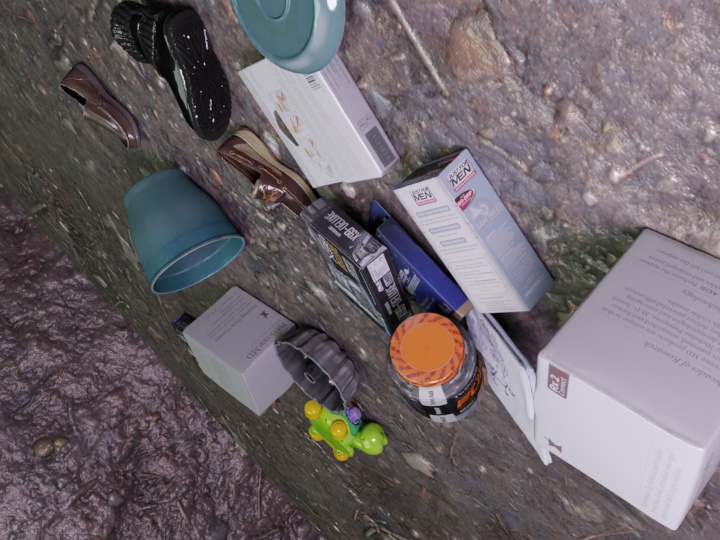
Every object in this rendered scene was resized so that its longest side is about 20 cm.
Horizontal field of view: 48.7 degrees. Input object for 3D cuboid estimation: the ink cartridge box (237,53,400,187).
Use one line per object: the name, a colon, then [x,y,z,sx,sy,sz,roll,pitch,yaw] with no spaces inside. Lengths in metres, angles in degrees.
ink cartridge box: [-0.057,-0.206,1.051,0.174,0.044,0.200,1,129,57]

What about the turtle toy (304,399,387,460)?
turtle toy: [-0.034,0.345,1.754,0.200,0.101,0.146,34,151,24]

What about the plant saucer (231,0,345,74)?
plant saucer: [-0.095,-0.319,0.906,0.200,0.027,0.200,32,137,35]

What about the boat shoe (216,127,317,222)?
boat shoe: [-0.145,-0.135,1.257,0.200,0.072,0.072,47,155,0]

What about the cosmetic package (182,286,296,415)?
cosmetic package: [-0.251,0.176,1.765,0.200,0.167,0.166,29,149,31]

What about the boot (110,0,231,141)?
boot: [-0.287,-0.306,1.213,0.158,0.079,0.211,16,131,36]

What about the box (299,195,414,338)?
box: [0.000,0.000,1.196,0.158,0.050,0.200,41,165,37]

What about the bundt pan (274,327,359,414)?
bundt pan: [-0.080,0.197,1.637,0.202,0.076,0.202,37,154,22]

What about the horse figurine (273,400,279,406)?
horse figurine: [-0.314,0.294,2.166,0.132,0.050,0.200,5,127,38]

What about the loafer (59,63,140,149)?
loafer: [-0.517,-0.312,1.574,0.200,0.071,0.073,48,155,-3]

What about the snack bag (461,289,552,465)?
snack bag: [0.200,0.146,1.101,0.189,0.021,0.200,-123,11,-52]

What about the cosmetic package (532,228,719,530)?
cosmetic package: [0.292,0.102,0.777,0.165,0.200,0.165,30,151,32]

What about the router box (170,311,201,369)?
router box: [-0.443,0.228,2.272,0.157,0.052,0.200,26,148,38]

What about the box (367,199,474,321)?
box: [0.073,-0.003,1.122,0.200,0.032,0.121,48,168,8]

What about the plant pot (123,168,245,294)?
plant pot: [-0.356,-0.086,1.539,0.188,0.200,0.200,58,157,12]

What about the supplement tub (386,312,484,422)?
supplement tub: [0.105,0.135,1.108,0.122,0.123,0.200,35,170,23]

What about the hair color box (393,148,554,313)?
hair color box: [0.138,-0.042,0.969,0.200,0.061,0.099,53,154,-15]
